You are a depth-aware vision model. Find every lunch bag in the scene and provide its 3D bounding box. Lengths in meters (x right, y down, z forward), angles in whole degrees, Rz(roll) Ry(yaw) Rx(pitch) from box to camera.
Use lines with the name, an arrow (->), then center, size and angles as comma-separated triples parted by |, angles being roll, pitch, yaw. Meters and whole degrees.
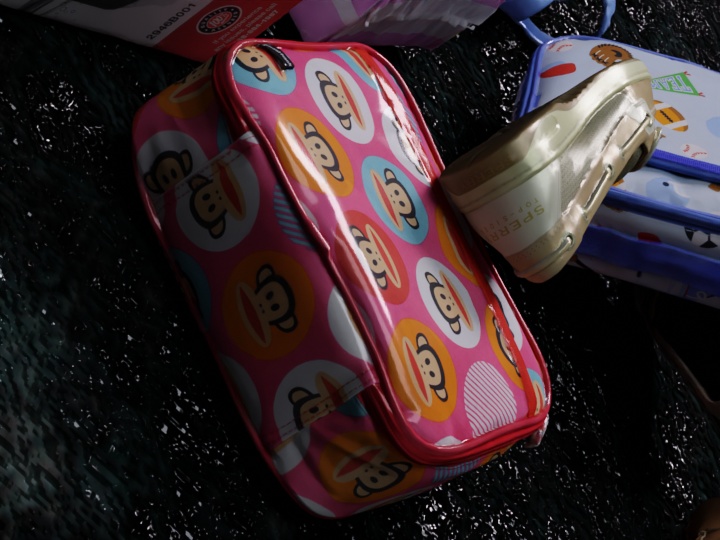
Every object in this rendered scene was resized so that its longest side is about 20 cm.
lunch bag -> 0.000, 0.000, 0.888 | 0.176, 0.082, 0.201 | -8, 70, -61
lunch bag -> 0.173, -0.046, 1.086 | 0.198, 0.076, 0.161 | 15, 34, 3

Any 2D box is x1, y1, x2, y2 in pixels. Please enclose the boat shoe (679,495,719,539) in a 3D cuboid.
boat shoe -> 0.193, 0.151, 1.032 | 0.199, 0.068, 0.073 | -22, 115, -42

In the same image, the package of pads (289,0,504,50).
package of pads -> -0.013, -0.209, 1.057 | 0.120, 0.075, 0.201 | -6, 67, -57

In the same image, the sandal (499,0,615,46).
sandal -> 0.089, -0.182, 1.178 | 0.199, 0.079, 0.088 | 14, 55, -47

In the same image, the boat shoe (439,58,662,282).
boat shoe -> 0.099, -0.049, 0.956 | 0.063, 0.073, 0.201 | 59, 25, -2

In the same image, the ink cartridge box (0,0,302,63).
ink cartridge box -> -0.090, -0.173, 0.848 | 0.199, 0.144, 0.084 | 12, 52, -50

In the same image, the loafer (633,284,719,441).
loafer -> 0.186, 0.026, 1.093 | 0.063, 0.072, 0.200 | 41, 17, -33
